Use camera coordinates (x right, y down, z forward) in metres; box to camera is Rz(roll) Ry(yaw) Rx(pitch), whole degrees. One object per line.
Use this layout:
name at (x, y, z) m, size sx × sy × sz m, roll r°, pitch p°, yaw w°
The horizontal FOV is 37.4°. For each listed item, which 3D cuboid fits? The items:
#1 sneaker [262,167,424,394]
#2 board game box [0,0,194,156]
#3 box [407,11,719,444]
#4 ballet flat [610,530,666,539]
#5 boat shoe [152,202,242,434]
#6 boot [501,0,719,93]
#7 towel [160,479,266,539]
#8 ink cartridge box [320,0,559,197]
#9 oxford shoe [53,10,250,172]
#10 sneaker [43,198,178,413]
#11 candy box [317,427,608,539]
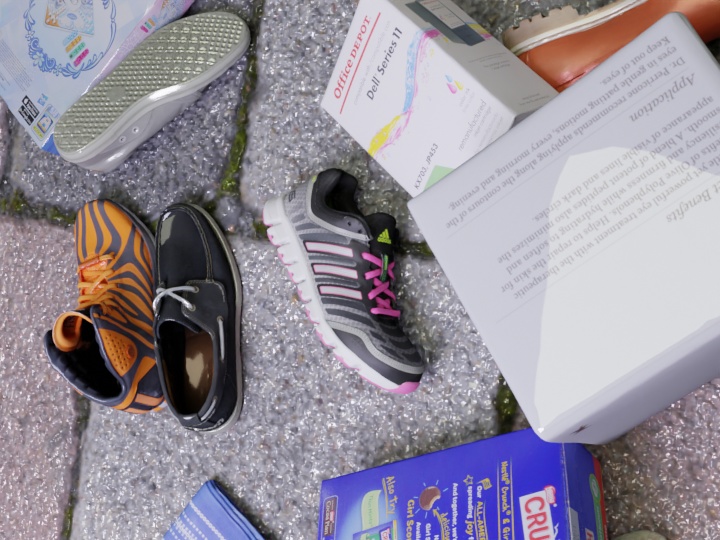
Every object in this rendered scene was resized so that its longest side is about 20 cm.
sneaker at (0.000, 0.000, 0.826) m, size 0.087 × 0.074 × 0.201 m, roll -41°, pitch 63°, yaw 20°
board game box at (-0.275, -0.244, 0.999) m, size 0.199 × 0.043 × 0.200 m, roll -48°, pitch 63°, yaw 12°
box at (0.177, -0.011, 0.678) m, size 0.198 × 0.200 × 0.172 m, roll -35°, pitch 68°, yaw 15°
ballet flat at (0.137, 0.255, 0.733) m, size 0.200 × 0.062 × 0.068 m, roll -44°, pitch 68°, yaw 13°
boat shoe at (-0.141, 0.034, 0.890) m, size 0.071 × 0.068 × 0.202 m, roll -14°, pitch 74°, yaw 17°
boot at (0.206, -0.147, 0.759) m, size 0.199 × 0.075 × 0.108 m, roll -16°, pitch 80°, yaw 30°
towel at (-0.138, 0.292, 0.876) m, size 0.145 × 0.024 × 0.200 m, roll 42°, pitch 101°, yaw 24°
ink cartridge box at (0.043, -0.139, 0.804) m, size 0.200 × 0.067 × 0.118 m, roll 46°, pitch 134°, yaw 23°
oxford shoe at (-0.181, -0.158, 0.946) m, size 0.200 × 0.058 × 0.075 m, roll -38°, pitch 61°, yaw -1°
sneaker at (-0.218, 0.022, 0.901) m, size 0.077 × 0.112 × 0.201 m, roll -28°, pitch 72°, yaw 18°
candy box at (0.067, 0.212, 0.720) m, size 0.199 × 0.077 × 0.170 m, roll -20°, pitch 49°, yaw 30°
